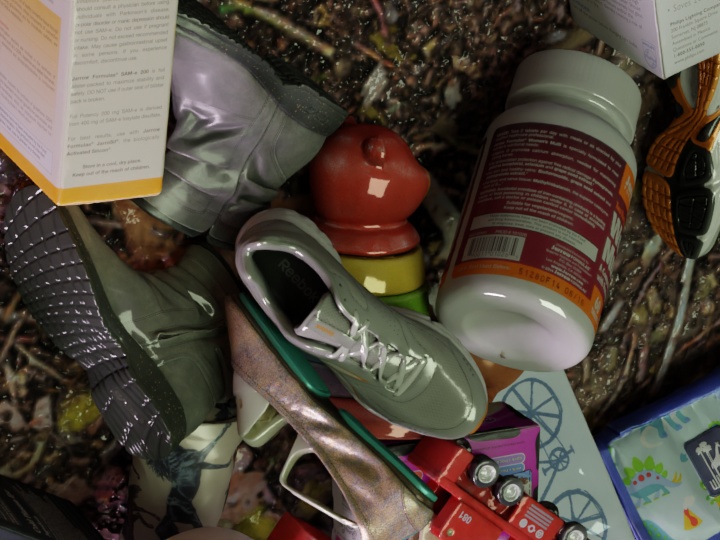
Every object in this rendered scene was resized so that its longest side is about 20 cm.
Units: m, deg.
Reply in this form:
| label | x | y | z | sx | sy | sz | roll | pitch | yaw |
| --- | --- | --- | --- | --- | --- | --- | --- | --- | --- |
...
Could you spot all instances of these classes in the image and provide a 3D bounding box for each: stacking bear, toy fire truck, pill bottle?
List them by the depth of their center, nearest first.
| label | x | y | z | sx | sy | sz | roll | pitch | yaw |
| --- | --- | --- | --- | --- | --- | --- | --- | --- | --- |
| toy fire truck | 0.050 | 0.185 | 1.646 | 0.200 | 0.049 | 0.141 | 37 | 88 | -30 |
| stacking bear | 0.000 | 0.000 | 1.667 | 0.113 | 0.121 | 0.202 | 0 | 106 | -15 |
| pill bottle | 0.125 | -0.042 | 1.672 | 0.110 | 0.109 | 0.201 | 43 | 54 | -40 |

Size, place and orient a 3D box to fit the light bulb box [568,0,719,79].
| label | x | y | z | sx | sy | sz | roll | pitch | yaw |
| --- | --- | --- | --- | --- | --- | --- | --- | --- | --- |
| light bulb box | 0.238 | -0.270 | 1.665 | 0.197 | 0.125 | 0.201 | -25 | 125 | -19 |

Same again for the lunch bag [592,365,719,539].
| label | x | y | z | sx | sy | sz | roll | pitch | yaw |
| --- | --- | --- | --- | --- | --- | --- | --- | --- | --- |
| lunch bag | 0.274 | 0.180 | 1.939 | 0.169 | 0.127 | 0.201 | -27 | 113 | -16 |

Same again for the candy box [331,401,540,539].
| label | x | y | z | sx | sy | sz | roll | pitch | yaw |
| --- | --- | --- | --- | --- | --- | --- | --- | --- | --- |
| candy box | 0.051 | 0.200 | 1.714 | 0.135 | 0.061 | 0.202 | -7 | 107 | -24 |

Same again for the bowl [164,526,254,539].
| label | x | y | z | sx | sy | sz | roll | pitch | yaw |
| --- | --- | --- | --- | --- | --- | --- | --- | --- | --- |
| bowl | -0.146 | 0.263 | 1.600 | 0.199 | 0.075 | 0.201 | -26 | 133 | -30 |

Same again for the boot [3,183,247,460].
| label | x | y | z | sx | sy | sz | roll | pitch | yaw |
| --- | --- | --- | --- | --- | --- | --- | --- | --- | --- |
| boot | -0.142 | 0.013 | 1.605 | 0.131 | 0.067 | 0.201 | -41 | 107 | -46 |

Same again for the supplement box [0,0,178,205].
| label | x | y | z | sx | sy | sz | roll | pitch | yaw |
| --- | --- | --- | --- | --- | --- | --- | --- | --- | --- |
| supplement box | -0.164 | -0.156 | 1.459 | 0.073 | 0.126 | 0.201 | -8 | 119 | -29 |

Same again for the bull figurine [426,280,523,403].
| label | x | y | z | sx | sy | sz | roll | pitch | yaw |
| --- | --- | --- | --- | --- | --- | --- | --- | --- | --- |
| bull figurine | 0.101 | 0.035 | 1.767 | 0.200 | 0.065 | 0.122 | -45 | 137 | -23 |

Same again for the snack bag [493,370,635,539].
| label | x | y | z | sx | sy | sz | roll | pitch | yaw |
| --- | --- | --- | --- | --- | --- | --- | --- | --- | --- |
| snack bag | 0.087 | 0.161 | 1.812 | 0.199 | 0.021 | 0.190 | -26 | 97 | -18 |

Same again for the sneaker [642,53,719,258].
| label | x | y | z | sx | sy | sz | roll | pitch | yaw |
| --- | --- | --- | --- | --- | --- | --- | --- | --- | --- |
| sneaker | 0.266 | -0.104 | 1.800 | 0.092 | 0.076 | 0.201 | -15 | 124 | -34 |

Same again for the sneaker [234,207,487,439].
| label | x | y | z | sx | sy | sz | roll | pitch | yaw |
| --- | --- | --- | --- | --- | --- | --- | --- | --- | --- |
| sneaker | -0.006 | 0.043 | 1.575 | 0.200 | 0.092 | 0.076 | 38 | 101 | 0 |

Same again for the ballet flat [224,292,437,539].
| label | x | y | z | sx | sy | sz | roll | pitch | yaw |
| --- | --- | --- | --- | --- | --- | --- | --- | --- | --- |
| ballet flat | -0.037 | 0.101 | 1.577 | 0.067 | 0.200 | 0.068 | -44 | 159 | 3 |

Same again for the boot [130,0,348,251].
| label | x | y | z | sx | sy | sz | roll | pitch | yaw |
| --- | --- | --- | --- | --- | --- | --- | --- | --- | --- |
| boot | -0.108 | -0.092 | 1.572 | 0.200 | 0.070 | 0.132 | 33 | 99 | -36 |

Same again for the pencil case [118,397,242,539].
| label | x | y | z | sx | sy | sz | roll | pitch | yaw |
| --- | --- | --- | --- | --- | --- | --- | --- | --- | --- |
| pencil case | -0.125 | 0.163 | 1.688 | 0.077 | 0.090 | 0.201 | 11 | 111 | 0 |

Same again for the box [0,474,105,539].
| label | x | y | z | sx | sy | sz | roll | pitch | yaw |
| --- | --- | --- | --- | --- | --- | --- | --- | --- | --- |
| box | -0.282 | 0.228 | 1.600 | 0.182 | 0.104 | 0.201 | 28 | 97 | -42 |
